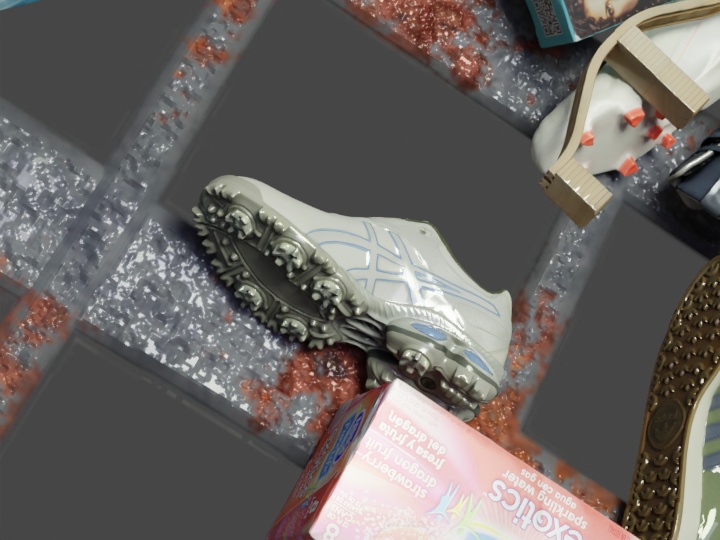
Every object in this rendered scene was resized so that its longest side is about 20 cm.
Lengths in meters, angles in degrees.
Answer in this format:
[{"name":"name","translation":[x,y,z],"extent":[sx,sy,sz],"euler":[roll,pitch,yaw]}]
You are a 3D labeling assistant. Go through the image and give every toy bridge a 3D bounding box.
[{"name":"toy bridge","translation":[0.170,-0.113,0.831],"extent":[0.067,0.027,0.200],"euler":[44,70,7]}]

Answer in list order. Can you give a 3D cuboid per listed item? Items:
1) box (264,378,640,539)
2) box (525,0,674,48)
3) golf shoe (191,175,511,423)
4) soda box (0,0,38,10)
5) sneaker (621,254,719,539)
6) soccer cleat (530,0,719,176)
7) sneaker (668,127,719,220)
[{"name":"box","translation":[0.063,0.155,0.761],"extent":[0.199,0.103,0.095],"euler":[34,69,-8]},{"name":"box","translation":[0.189,-0.209,0.868],"extent":[0.199,0.049,0.083],"euler":[-25,101,-14]},{"name":"golf shoe","translation":[0.000,0.000,0.806],"extent":[0.200,0.078,0.098],"euler":[37,52,-12]},{"name":"soda box","translation":[-0.253,-0.164,0.746],"extent":[0.199,0.064,0.069],"euler":[-20,53,-20]},{"name":"sneaker","translation":[0.220,0.097,0.850],"extent":[0.090,0.067,0.201],"euler":[27,69,-21]},{"name":"soccer cleat","translation":[0.180,-0.120,0.890],"extent":[0.199,0.069,0.078],"euler":[-29,58,-15]},{"name":"sneaker","translation":[0.256,-0.096,0.836],"extent":[0.146,0.203,0.077],"euler":[-39,64,-18]}]
